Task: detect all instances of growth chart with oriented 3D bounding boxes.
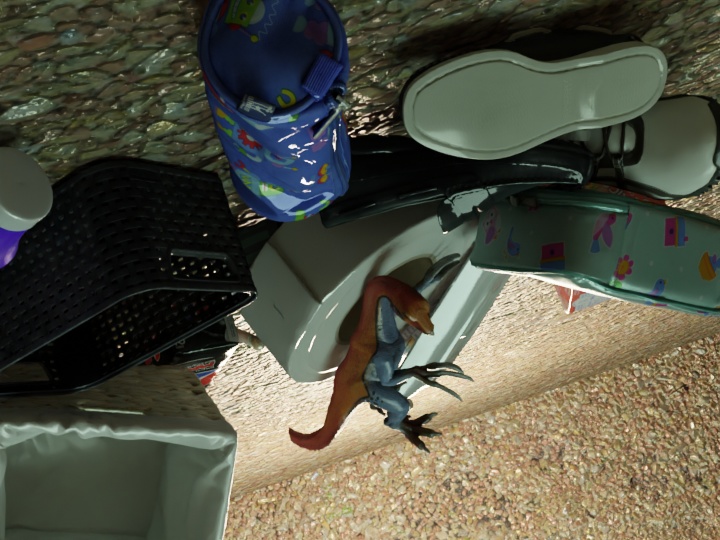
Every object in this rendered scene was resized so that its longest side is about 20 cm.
[{"bbox_3d":[-0.058,0.089,1.167,0.199,0.018,0.144,25,174,-27],"label":"growth chart"}]

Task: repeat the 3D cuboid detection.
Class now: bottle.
[{"bbox_3d":[-0.264,-0.008,0.706,0.199,0.066,0.083,-29,164,32],"label":"bottle"}]

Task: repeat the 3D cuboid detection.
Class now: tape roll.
[{"bbox_3d":[0.000,0.000,0.950,0.202,0.071,0.203,-35,160,-15],"label":"tape roll"}]

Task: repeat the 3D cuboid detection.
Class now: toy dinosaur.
[{"bbox_3d":[0.016,0.077,0.917,0.199,0.105,0.182,-30,141,-1],"label":"toy dinosaur"}]

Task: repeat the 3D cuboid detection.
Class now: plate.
[{"bbox_3d":[0.101,0.029,1.087,0.200,0.032,0.200,-59,170,19],"label":"plate"}]

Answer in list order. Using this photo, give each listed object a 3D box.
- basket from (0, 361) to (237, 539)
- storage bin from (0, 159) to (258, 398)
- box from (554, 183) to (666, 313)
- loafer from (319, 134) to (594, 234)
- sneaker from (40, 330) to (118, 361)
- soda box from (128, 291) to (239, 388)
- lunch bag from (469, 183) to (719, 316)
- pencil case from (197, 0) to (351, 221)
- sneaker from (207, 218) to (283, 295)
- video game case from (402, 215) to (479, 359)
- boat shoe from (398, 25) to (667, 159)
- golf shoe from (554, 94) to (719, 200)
[{"bbox_3d":[-0.223,0.184,0.962,0.197,0.202,0.161,6,-164,-23],"label":"basket"},{"bbox_3d":[-0.190,0.012,0.827,0.199,0.094,0.135,-28,163,28],"label":"storage bin"},{"bbox_3d":[0.230,-0.034,1.124,0.102,0.095,0.200,-21,165,4],"label":"box"},{"bbox_3d":[0.066,-0.061,0.834,0.199,0.071,0.068,-1,-179,6],"label":"loafer"},{"bbox_3d":[-0.316,0.113,1.072,0.198,0.078,0.085,-16,169,-14],"label":"sneaker"},{"bbox_3d":[-0.174,0.075,1.122,0.063,0.071,0.200,-9,163,-23],"label":"soda box"},{"bbox_3d":[0.191,-0.019,0.920,0.199,0.078,0.160,11,-178,-29],"label":"lunch bag"},{"bbox_3d":[-0.043,-0.089,0.669,0.078,0.087,0.200,-51,171,-12],"label":"pencil case"},{"bbox_3d":[-0.066,0.006,1.017,0.087,0.075,0.200,-25,165,1],"label":"sneaker"},{"bbox_3d":[0.055,0.023,1.145,0.182,0.045,0.200,-49,165,-3],"label":"video game case"},{"bbox_3d":[0.109,-0.126,0.783,0.199,0.060,0.074,-15,122,-20],"label":"boat shoe"},{"bbox_3d":[0.181,-0.093,0.857,0.094,0.079,0.200,2,-176,-31],"label":"golf shoe"}]
